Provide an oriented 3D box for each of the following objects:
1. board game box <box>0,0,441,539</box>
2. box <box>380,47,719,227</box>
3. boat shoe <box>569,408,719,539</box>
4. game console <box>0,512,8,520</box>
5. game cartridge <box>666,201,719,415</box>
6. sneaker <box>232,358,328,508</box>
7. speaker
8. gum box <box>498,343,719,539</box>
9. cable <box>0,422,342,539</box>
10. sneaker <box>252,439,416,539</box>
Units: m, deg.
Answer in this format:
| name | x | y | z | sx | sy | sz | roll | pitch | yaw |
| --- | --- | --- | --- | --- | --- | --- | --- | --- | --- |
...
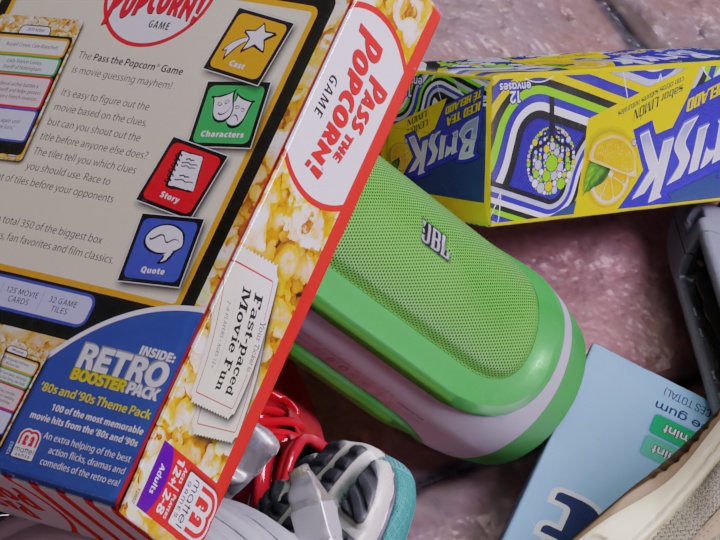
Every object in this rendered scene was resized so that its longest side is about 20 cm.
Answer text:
| name | x | y | z | sx | sy | sz | roll | pitch | yaw |
| --- | --- | --- | --- | --- | --- | --- | --- | --- | --- |
| board game box | -0.081 | -0.019 | 0.894 | 0.151 | 0.046 | 0.201 | 12 | 69 | 35 |
| box | 0.103 | -0.061 | 1.205 | 0.199 | 0.065 | 0.070 | -8 | 13 | -42 |
| boat shoe | 0.146 | 0.087 | 1.042 | 0.200 | 0.072 | 0.065 | -39 | 79 | -7 |
| game console | -0.164 | 0.084 | 0.989 | 0.199 | 0.119 | 0.171 | -3 | 52 | -22 |
| game cartridge | 0.207 | 0.044 | 1.183 | 0.133 | 0.042 | 0.200 | 20 | 28 | -15 |
| sneaker | -0.027 | 0.070 | 1.054 | 0.078 | 0.116 | 0.201 | -1 | 53 | -22 |
| speaker | 0.000 | 0.000 | 1.088 | 0.200 | 0.088 | 0.089 | 36 | 37 | -36 |
| gum box | 0.131 | 0.143 | 1.101 | 0.169 | 0.045 | 0.200 | 26 | 46 | 3 |
| cable | -0.077 | 0.170 | 0.894 | 0.069 | 0.200 | 0.201 | 12 | 51 | -48 |
| sneaker | -0.016 | 0.154 | 0.958 | 0.079 | 0.201 | 0.077 | 9 | 13 | -27 |
